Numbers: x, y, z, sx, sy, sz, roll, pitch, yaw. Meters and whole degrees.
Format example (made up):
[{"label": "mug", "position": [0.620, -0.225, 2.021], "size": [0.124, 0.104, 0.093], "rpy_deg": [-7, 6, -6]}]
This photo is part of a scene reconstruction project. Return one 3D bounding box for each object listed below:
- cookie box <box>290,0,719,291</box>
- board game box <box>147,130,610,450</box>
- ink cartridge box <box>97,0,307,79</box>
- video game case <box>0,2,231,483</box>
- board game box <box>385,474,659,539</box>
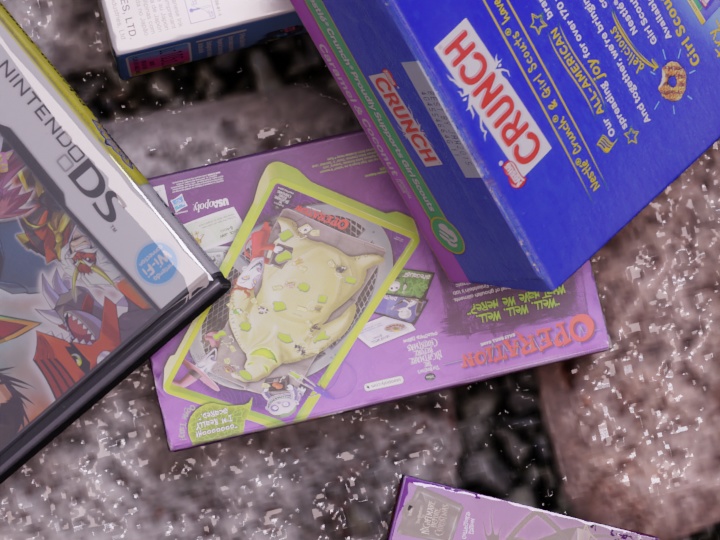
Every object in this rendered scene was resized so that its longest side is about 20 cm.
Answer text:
[{"label": "cookie box", "position": [0.084, -0.117, 1.157], "size": [0.200, 0.075, 0.171], "rpy_deg": [-41, 113, -27]}, {"label": "board game box", "position": [0.000, 0.000, 1.221], "size": [0.200, 0.032, 0.120], "rpy_deg": [-12, 83, -2]}, {"label": "ink cartridge box", "position": [-0.027, -0.175, 1.213], "size": [0.200, 0.076, 0.137], "rpy_deg": [-14, 89, -2]}, {"label": "video game case", "position": [-0.188, 0.001, 1.198], "size": [0.200, 0.026, 0.181], "rpy_deg": [-40, 85, 6]}, {"label": "board game box", "position": [0.052, 0.201, 1.221], "size": [0.120, 0.032, 0.200], "rpy_deg": [13, 86, 2]}]
